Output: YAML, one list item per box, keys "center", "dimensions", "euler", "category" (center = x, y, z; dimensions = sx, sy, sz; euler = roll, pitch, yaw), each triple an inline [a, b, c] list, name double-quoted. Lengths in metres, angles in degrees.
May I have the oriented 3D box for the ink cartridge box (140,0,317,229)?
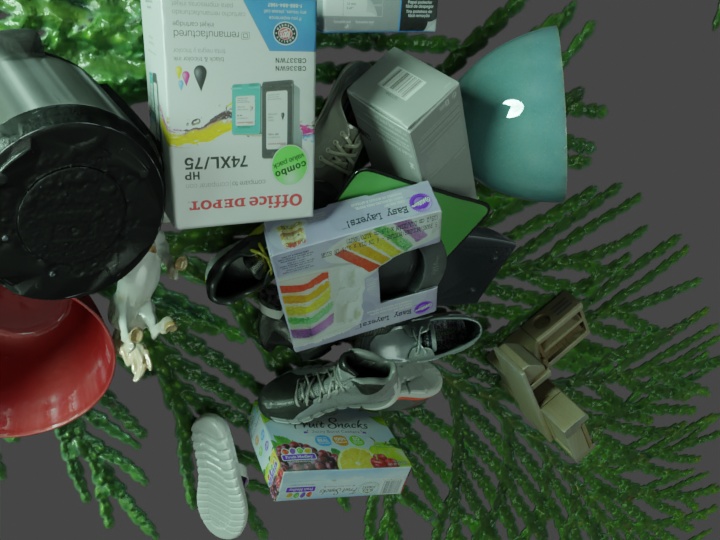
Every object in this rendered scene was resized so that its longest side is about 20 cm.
- center: [-0.132, -0.164, 0.660]
  dimensions: [0.142, 0.146, 0.206]
  euler: [-7, 113, -23]
  category: "ink cartridge box"

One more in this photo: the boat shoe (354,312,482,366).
- center: [0.087, 0.094, 0.940]
  dimensions: [0.195, 0.071, 0.073]
  euler: [-9, 87, -28]
  category: "boat shoe"

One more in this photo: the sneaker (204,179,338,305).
- center: [-0.100, -0.023, 0.769]
  dimensions: [0.199, 0.085, 0.075]
  euler: [-40, 108, 8]
  category: "sneaker"

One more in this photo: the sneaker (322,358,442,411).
- center: [0.022, 0.181, 0.962]
  dimensions: [0.193, 0.079, 0.083]
  euler: [3, 138, -15]
  category: "sneaker"

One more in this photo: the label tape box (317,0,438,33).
- center: [0.016, -0.361, 0.697]
  dimensions: [0.139, 0.066, 0.206]
  euler: [-9, 119, -23]
  category: "label tape box"

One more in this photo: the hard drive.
- center: [0.105, -0.009, 0.904]
  dimensions: [0.195, 0.043, 0.137]
  euler: [2, 135, -30]
  category: "hard drive"

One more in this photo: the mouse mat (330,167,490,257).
- center: [0.038, -0.042, 0.767]
  dimensions: [0.195, 0.008, 0.161]
  euler: [12, 136, -32]
  category: "mouse mat"

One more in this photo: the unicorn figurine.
- center: [-0.217, -0.004, 0.681]
  dimensions: [0.073, 0.136, 0.204]
  euler: [31, 84, -34]
  category: "unicorn figurine"

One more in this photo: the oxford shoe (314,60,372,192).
- center: [-0.028, -0.146, 0.785]
  dimensions: [0.074, 0.058, 0.204]
  euler: [15, 108, -33]
  category: "oxford shoe"

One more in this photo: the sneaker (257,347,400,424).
- center: [-0.042, 0.138, 0.855]
  dimensions: [0.193, 0.077, 0.117]
  euler: [-8, 151, -4]
  category: "sneaker"

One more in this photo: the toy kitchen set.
- center: [0.304, 0.128, 1.001]
  dimensions: [0.179, 0.200, 0.165]
  euler: [-37, 126, -5]
  category: "toy kitchen set"

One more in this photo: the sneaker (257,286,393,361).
- center: [-0.050, 0.077, 0.880]
  dimensions: [0.194, 0.067, 0.093]
  euler: [6, 114, -25]
  category: "sneaker"

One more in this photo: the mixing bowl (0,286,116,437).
- center: [-0.352, 0.059, 0.676]
  dimensions: [0.194, 0.109, 0.205]
  euler: [-11, 129, -13]
  category: "mixing bowl"

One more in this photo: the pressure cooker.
- center: [-0.284, -0.098, 0.589]
  dimensions: [0.177, 0.199, 0.178]
  euler: [-51, 142, 2]
  category: "pressure cooker"

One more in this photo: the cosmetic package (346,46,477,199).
- center: [0.065, -0.138, 0.764]
  dimensions: [0.090, 0.106, 0.202]
  euler: [-42, 145, -15]
  category: "cosmetic package"

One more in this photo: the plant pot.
- center: [0.178, -0.182, 0.812]
  dimensions: [0.130, 0.202, 0.205]
  euler: [-3, 122, 15]
  category: "plant pot"

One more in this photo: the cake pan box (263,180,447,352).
- center: [0.000, 0.000, 0.750]
  dimensions: [0.194, 0.053, 0.187]
  euler: [-15, 144, -9]
  category: "cake pan box"

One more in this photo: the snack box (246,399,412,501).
- center: [-0.044, 0.243, 0.914]
  dimensions: [0.195, 0.142, 0.054]
  euler: [8, 113, -30]
  category: "snack box"

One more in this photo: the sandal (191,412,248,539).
- center: [-0.185, 0.283, 0.916]
  dimensions: [0.050, 0.080, 0.209]
  euler: [-43, 139, -57]
  category: "sandal"
